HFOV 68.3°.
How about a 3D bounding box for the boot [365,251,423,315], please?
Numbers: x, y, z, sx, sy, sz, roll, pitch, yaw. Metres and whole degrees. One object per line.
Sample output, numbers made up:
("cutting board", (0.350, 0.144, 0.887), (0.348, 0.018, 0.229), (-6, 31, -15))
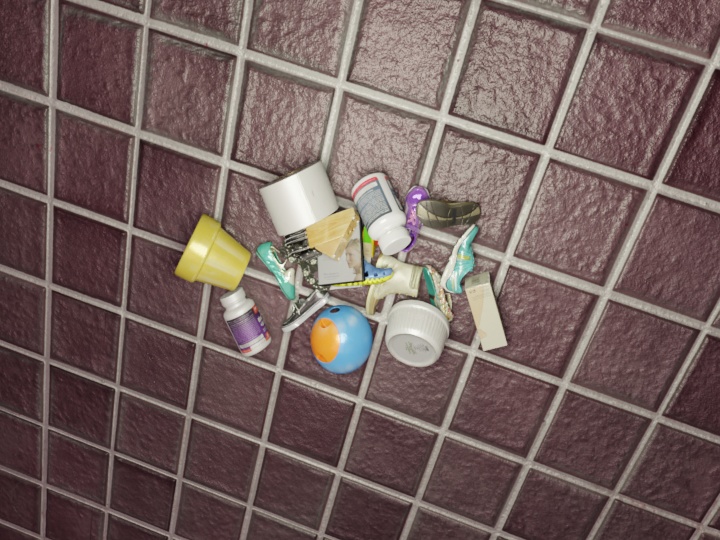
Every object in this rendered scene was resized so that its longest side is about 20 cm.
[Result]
("boot", (0.101, 0.062, 1.615), (0.149, 0.072, 0.207), (17, 110, 5))

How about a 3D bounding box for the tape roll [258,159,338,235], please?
("tape roll", (-0.173, -0.207, 1.504), (0.196, 0.203, 0.143), (-19, 105, 17))

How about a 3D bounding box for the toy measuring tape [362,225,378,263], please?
("toy measuring tape", (0.029, -0.063, 1.588), (0.070, 0.074, 0.208), (6, 115, 9))

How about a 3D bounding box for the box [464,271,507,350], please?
("box", (0.372, 0.121, 1.571), (0.075, 0.095, 0.207), (-15, 105, 16))

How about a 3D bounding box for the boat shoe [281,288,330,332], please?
("boat shoe", (-0.186, 0.119, 1.692), (0.197, 0.074, 0.069), (-37, 101, 19))

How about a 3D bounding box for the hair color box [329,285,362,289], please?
("hair color box", (-0.055, -0.052, 1.611), (0.106, 0.064, 0.208), (-5, 107, 14))

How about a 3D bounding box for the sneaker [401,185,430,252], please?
("sneaker", (0.147, -0.138, 1.526), (0.078, 0.089, 0.207), (18, 111, 5))

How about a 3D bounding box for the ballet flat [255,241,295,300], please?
("ballet flat", (-0.247, -0.003, 1.664), (0.069, 0.068, 0.203), (-33, 99, 10))

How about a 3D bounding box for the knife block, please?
("knife block", (-0.117, -0.112, 1.506), (0.172, 0.064, 0.205), (29, 89, 16))

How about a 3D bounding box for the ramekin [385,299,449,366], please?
("ramekin", (0.164, 0.196, 1.590), (0.192, 0.107, 0.204), (13, 138, 12))

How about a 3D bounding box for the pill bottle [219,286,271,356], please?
("pill bottle", (-0.378, 0.163, 1.726), (0.108, 0.112, 0.206), (-19, 105, 17))

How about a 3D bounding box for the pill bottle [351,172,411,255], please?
("pill bottle", (0.061, -0.154, 1.475), (0.118, 0.119, 0.206), (-31, 69, 20))

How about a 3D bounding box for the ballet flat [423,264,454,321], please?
("ballet flat", (0.238, 0.069, 1.602), (0.062, 0.075, 0.207), (-21, 111, -14))

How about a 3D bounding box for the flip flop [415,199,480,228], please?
("flip flop", (0.245, -0.169, 1.504), (0.192, 0.058, 0.084), (-4, 118, -13))

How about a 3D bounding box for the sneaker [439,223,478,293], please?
("sneaker", (0.296, -0.033, 1.525), (0.077, 0.077, 0.207), (23, 102, 12))

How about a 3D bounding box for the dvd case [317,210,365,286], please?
("dvd case", (-0.059, -0.064, 1.526), (0.137, 0.018, 0.209), (-6, 79, 14))

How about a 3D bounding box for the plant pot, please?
("plant pot", (-0.445, -0.040, 1.634), (0.184, 0.203, 0.204), (27, 114, -17))

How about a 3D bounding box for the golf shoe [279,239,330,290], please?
("golf shoe", (-0.154, -0.025, 1.614), (0.199, 0.088, 0.078), (43, 107, 4))

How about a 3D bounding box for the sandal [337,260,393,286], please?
("sandal", (0.000, 0.000, 1.544), (0.191, 0.079, 0.091), (-1, 85, 6))

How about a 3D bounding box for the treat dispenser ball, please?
("treat dispenser ball", (-0.058, 0.210, 1.631), (0.192, 0.202, 0.209), (4, 111, 10))
